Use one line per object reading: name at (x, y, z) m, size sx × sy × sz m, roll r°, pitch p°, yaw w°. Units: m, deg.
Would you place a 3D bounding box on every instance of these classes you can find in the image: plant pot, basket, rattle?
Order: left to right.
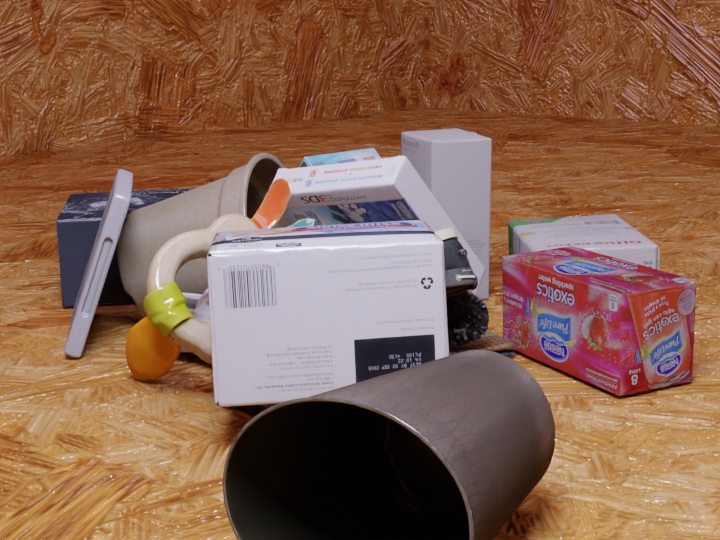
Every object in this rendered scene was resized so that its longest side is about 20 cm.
plant pot at (-0.174, -0.019, 1.344) m, size 0.182 × 0.203 × 0.200 m, roll -10°, pitch 10°, yaw 18°
rattle at (-0.138, 0.014, 1.154) m, size 0.129 × 0.143 × 0.201 m, roll 23°, pitch 54°, yaw 7°
basket at (0.041, 0.128, 0.762) m, size 0.179 × 0.138 × 0.199 m, roll 0°, pitch 9°, yaw 34°

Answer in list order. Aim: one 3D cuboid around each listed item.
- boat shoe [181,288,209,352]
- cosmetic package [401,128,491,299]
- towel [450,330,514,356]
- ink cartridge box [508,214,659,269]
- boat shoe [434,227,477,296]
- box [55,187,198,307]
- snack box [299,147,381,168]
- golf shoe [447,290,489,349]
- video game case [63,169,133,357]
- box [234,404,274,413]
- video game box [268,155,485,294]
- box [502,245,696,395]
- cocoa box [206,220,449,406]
boat shoe at (-0.148, 0.049, 1.191) m, size 0.198 × 0.068 × 0.073 m, roll -4°, pitch 9°, yaw 36°
cosmetic package at (0.105, -0.069, 1.428) m, size 0.084 × 0.202 × 0.108 m, roll -6°, pitch 13°, yaw -18°
towel at (0.055, 0.070, 1.242) m, size 0.145 × 0.022 × 0.200 m, roll -8°, pitch 16°, yaw -24°
ink cartridge box at (0.264, -0.007, 1.391) m, size 0.143 × 0.089 × 0.200 m, roll -3°, pitch 11°, yaw -2°
boat shoe at (0.016, 0.032, 1.101) m, size 0.198 × 0.068 × 0.072 m, roll -27°, pitch -6°, yaw -1°
box at (-0.295, -0.036, 1.538) m, size 0.194 × 0.119 × 0.200 m, roll -4°, pitch 14°, yaw -8°
snack box at (-0.056, -0.080, 1.564) m, size 0.115 × 0.201 × 0.037 m, roll -12°, pitch 58°, yaw -35°
golf shoe at (0.041, 0.032, 1.194) m, size 0.198 × 0.079 × 0.094 m, roll 5°, pitch 15°, yaw 17°
video game case at (-0.297, -0.014, 1.313) m, size 0.022 × 0.184 × 0.200 m, roll 18°, pitch 9°, yaw -13°
box at (-0.015, 0.107, 1.062) m, size 0.198 × 0.037 × 0.142 m, roll 10°, pitch 17°, yaw 38°
video game box at (0.018, -0.043, 1.307) m, size 0.181 × 0.200 × 0.047 m, roll 0°, pitch 53°, yaw 40°
box at (0.231, 0.044, 1.144) m, size 0.095 × 0.101 × 0.200 m, roll -8°, pitch 15°, yaw -25°
cocoa box at (-0.029, 0.033, 1.002) m, size 0.197 × 0.135 × 0.131 m, roll -3°, pitch 11°, yaw -3°
